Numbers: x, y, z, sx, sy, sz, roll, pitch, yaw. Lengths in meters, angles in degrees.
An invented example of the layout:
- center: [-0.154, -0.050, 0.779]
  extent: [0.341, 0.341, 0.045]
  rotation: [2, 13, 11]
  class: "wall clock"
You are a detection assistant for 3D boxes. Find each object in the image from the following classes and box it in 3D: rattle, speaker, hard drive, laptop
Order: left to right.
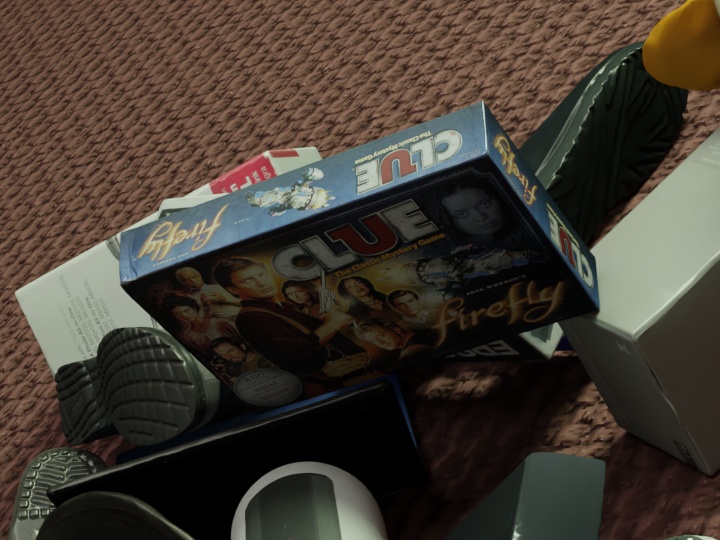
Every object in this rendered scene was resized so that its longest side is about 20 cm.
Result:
- center: [-0.069, 0.088, 1.082]
  extent: [0.186, 0.200, 0.116]
  rotation: [-18, 60, 1]
  class: "laptop"
- center: [-0.020, 0.157, 0.882]
  extent: [0.081, 0.081, 0.200]
  rotation: [-32, 13, 4]
  class: "speaker"
- center: [0.048, 0.179, 0.833]
  extent: [0.135, 0.042, 0.201]
  rotation: [-51, 15, 43]
  class: "hard drive"
- center: [0.198, -0.070, 0.930]
  extent: [0.142, 0.130, 0.201]
  rotation: [-26, 58, 29]
  class: "rattle"

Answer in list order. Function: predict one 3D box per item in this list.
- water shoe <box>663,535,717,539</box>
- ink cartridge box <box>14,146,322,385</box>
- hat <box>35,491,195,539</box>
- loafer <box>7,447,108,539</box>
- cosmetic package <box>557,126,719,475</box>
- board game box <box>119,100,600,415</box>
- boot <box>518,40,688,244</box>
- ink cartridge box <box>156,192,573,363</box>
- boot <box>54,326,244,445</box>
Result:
- center: [0.117, 0.183, 0.849]
  extent: [0.200, 0.079, 0.072]
  rotation: [-40, 23, 52]
  class: "water shoe"
- center: [-0.112, 0.000, 1.279]
  extent: [0.199, 0.084, 0.145]
  rotation: [-27, -1, 12]
  class: "ink cartridge box"
- center: [-0.101, 0.207, 0.986]
  extent: [0.200, 0.202, 0.081]
  rotation: [-1, 3, 45]
  class: "hat"
- center: [-0.186, 0.205, 1.140]
  extent: [0.072, 0.071, 0.201]
  rotation: [10, 53, 8]
  class: "loafer"
- center: [0.204, -0.004, 0.996]
  extent: [0.200, 0.107, 0.090]
  rotation: [-39, 31, -13]
  class: "cosmetic package"
- center: [0.000, 0.000, 0.942]
  extent: [0.199, 0.136, 0.035]
  rotation: [-19, 49, 22]
  class: "board game box"
- center: [0.097, -0.076, 1.239]
  extent: [0.168, 0.077, 0.201]
  rotation: [14, 61, 49]
  class: "boot"
- center: [0.012, 0.017, 1.085]
  extent: [0.197, 0.200, 0.044]
  rotation: [-3, 60, 44]
  class: "ink cartridge box"
- center: [-0.094, 0.061, 1.150]
  extent: [0.131, 0.070, 0.200]
  rotation: [-8, 1, -28]
  class: "boot"
